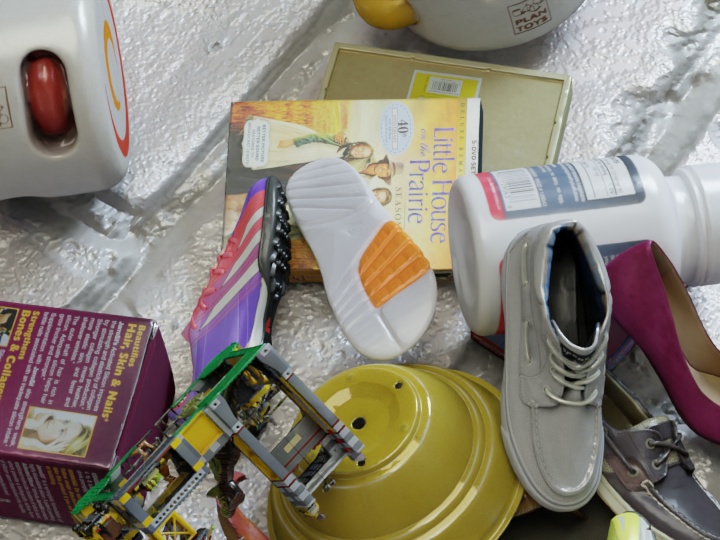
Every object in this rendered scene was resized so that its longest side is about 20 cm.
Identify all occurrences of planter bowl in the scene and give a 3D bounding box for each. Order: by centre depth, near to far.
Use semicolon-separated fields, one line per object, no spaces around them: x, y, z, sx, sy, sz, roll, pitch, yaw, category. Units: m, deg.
0.011;0.127;1.690;0.200;0.083;0.200;-14;47;16;planter bowl

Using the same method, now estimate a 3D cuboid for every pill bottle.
0.172;-0.022;1.761;0.200;0.120;0.120;-7;55;-8;pill bottle

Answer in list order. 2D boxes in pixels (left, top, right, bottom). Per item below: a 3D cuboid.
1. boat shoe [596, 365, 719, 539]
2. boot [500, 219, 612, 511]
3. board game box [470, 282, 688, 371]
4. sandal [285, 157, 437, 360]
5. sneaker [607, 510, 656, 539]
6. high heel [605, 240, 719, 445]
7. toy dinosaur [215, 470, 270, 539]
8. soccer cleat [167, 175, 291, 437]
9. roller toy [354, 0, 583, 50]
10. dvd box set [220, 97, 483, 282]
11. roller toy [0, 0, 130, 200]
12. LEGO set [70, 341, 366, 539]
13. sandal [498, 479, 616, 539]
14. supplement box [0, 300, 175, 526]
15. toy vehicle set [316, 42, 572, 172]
0.197;0.128;1.700;0.072;0.065;0.200;-6;44;-51;boat shoe
0.136;0.064;1.638;0.074;0.096;0.200;-7;84;-10;boot
0.186;0.008;1.826;0.103;0.019;0.200;33;65;25;board game box
0.007;-0.004;1.794;0.079;0.059;0.207;-27;48;1;sandal
0.146;0.246;1.596;0.090;0.078;0.200;10;59;13;sneaker
0.250;0.059;1.699;0.200;0.096;0.067;29;38;-14;high heel
-0.047;0.229;1.615;0.181;0.105;0.200;-1;75;30;toy dinosaur
-0.096;0.024;1.785;0.073;0.068;0.200;6;80;10;soccer cleat
0.100;-0.274;1.944;0.182;0.140;0.200;12;57;26;roller toy
-0.006;-0.062;1.860;0.200;0.029;0.146;0;71;9;dvd box set
-0.262;-0.148;1.871;0.140;0.200;0.183;-8;61;1;roller toy
-0.089;0.144;1.624;0.116;0.154;0.200;46;64;-9;LEGO set
0.106;0.148;1.716;0.200;0.055;0.082;35;64;26;sandal
-0.250;0.102;1.751;0.200;0.103;0.131;8;57;11;supplement box
0.061;-0.114;1.916;0.200;0.027;0.124;10;58;12;toy vehicle set
